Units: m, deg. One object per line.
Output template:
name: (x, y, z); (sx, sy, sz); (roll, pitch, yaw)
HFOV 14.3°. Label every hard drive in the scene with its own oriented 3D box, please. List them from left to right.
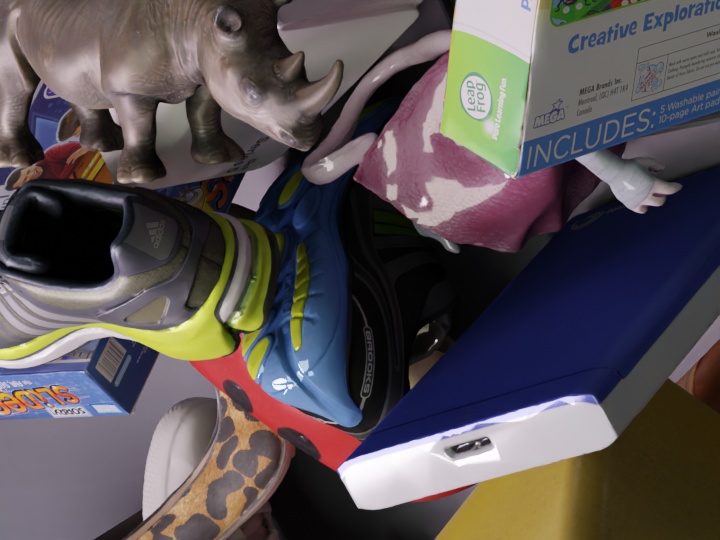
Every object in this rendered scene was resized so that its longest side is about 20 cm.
hard drive: (0.091, 0.020, 1.141); (0.131, 0.200, 0.025); (-19, 107, 41)

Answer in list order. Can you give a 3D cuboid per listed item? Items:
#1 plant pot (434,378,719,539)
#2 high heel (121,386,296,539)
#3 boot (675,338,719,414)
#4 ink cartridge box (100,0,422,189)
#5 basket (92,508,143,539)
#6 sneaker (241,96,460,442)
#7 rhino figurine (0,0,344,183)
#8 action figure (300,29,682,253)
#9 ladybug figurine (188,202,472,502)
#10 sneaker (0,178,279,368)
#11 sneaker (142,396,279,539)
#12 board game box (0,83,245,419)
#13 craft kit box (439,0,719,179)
plant pot: (0.109, 0.186, 1.127); (0.199, 0.177, 0.200); (35, 113, -4)
high heel: (-0.100, 0.095, 1.380); (0.142, 0.071, 0.201); (-6, 84, 1)
boot: (0.220, 0.102, 1.208); (0.155, 0.077, 0.201); (-37, 86, 44)
ink cartridge box: (-0.078, -0.155, 1.202); (0.145, 0.084, 0.201); (-42, 69, 48)
basket: (-0.143, 0.221, 1.482); (0.180, 0.200, 0.137); (28, 136, 25)
sneaker: (0.000, 0.000, 1.219); (0.071, 0.200, 0.083); (-35, 117, 29)
rhino figurine: (-0.078, -0.081, 1.114); (0.199, 0.060, 0.088); (7, 111, 46)
action figure: (0.074, -0.098, 1.122); (0.148, 0.134, 0.200); (24, 148, 7)
ladybug figurine: (-0.013, 0.042, 1.299); (0.200, 0.136, 0.072); (35, 97, 22)
sneaker: (-0.127, -0.007, 1.173); (0.199, 0.074, 0.081); (-6, 153, 40)
sneaker: (-0.050, 0.159, 1.426); (0.088, 0.075, 0.201); (-13, 84, 44)
board game box: (-0.120, -0.024, 1.293); (0.135, 0.201, 0.034); (-4, 141, 42)
craft kit box: (0.121, -0.149, 0.979); (0.048, 0.199, 0.199); (35, 129, 37)
